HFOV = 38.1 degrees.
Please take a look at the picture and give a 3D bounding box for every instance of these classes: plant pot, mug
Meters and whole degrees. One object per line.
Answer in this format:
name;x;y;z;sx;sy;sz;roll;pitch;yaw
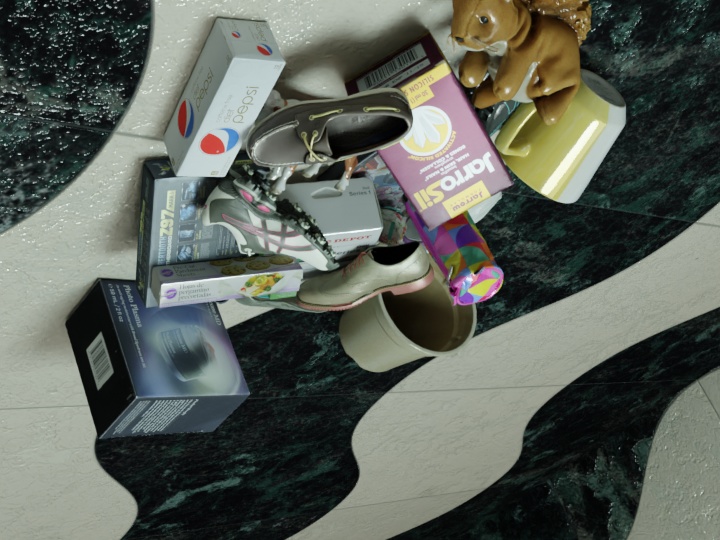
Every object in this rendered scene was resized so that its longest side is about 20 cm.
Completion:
plant pot;0.063;0.082;1.771;0.200;0.201;0.183;-2;157;-36
mug;0.290;-0.194;1.468;0.153;0.149;0.187;-52;178;31

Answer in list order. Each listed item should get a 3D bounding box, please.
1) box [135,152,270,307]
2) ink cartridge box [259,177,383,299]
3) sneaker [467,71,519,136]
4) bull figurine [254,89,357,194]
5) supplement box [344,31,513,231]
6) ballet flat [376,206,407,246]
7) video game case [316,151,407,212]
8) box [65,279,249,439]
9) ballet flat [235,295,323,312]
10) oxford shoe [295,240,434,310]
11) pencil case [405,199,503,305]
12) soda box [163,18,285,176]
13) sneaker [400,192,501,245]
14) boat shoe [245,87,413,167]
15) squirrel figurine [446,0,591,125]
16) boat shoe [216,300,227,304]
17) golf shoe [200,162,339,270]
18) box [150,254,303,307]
box;-0.208;-0.053;1.366;0.157;0.051;0.201;-10;128;-28
ink cartridge box;-0.061;-0.043;1.498;0.146;0.085;0.200;-8;156;-14
sneaker;0.181;-0.240;1.399;0.200;0.075;0.079;-49;173;22
bull figurine;-0.068;-0.162;1.308;0.200;0.065;0.122;-3;125;-43
supplement box;0.085;-0.172;1.308;0.131;0.103;0.200;-30;123;10
ballet flat;0.019;-0.035;1.595;0.075;0.064;0.200;14;159;-5
video game case;0.063;-0.150;1.503;0.200;0.026;0.181;-33;152;18
box;-0.296;0.127;1.527;0.198;0.200;0.123;5;141;-45
ballet flat;-0.123;0.031;1.661;0.064;0.068;0.200;-10;167;42
oxford shoe;0.000;0.000;1.468;0.199;0.071;0.075;-16;131;2
pencil case;0.132;-0.043;1.506;0.088;0.200;0.089;-16;144;-12
soda box;-0.161;-0.194;1.202;0.068;0.064;0.200;-3;146;-34
sneaker;0.141;-0.077;1.634;0.200;0.075;0.100;-36;154;11
boat shoe;-0.037;-0.158;1.204;0.199;0.060;0.072;-14;121;2
squirrel figurine;0.188;-0.301;1.242;0.200;0.141;0.187;-52;132;-3
boat shoe;-0.201;-0.024;1.478;0.075;0.062;0.200;-5;147;-18
golf shoe;-0.113;-0.052;1.339;0.088;0.077;0.200;-45;121;12
box;-0.174;0.012;1.373;0.199;0.041;0.039;-6;128;-27
